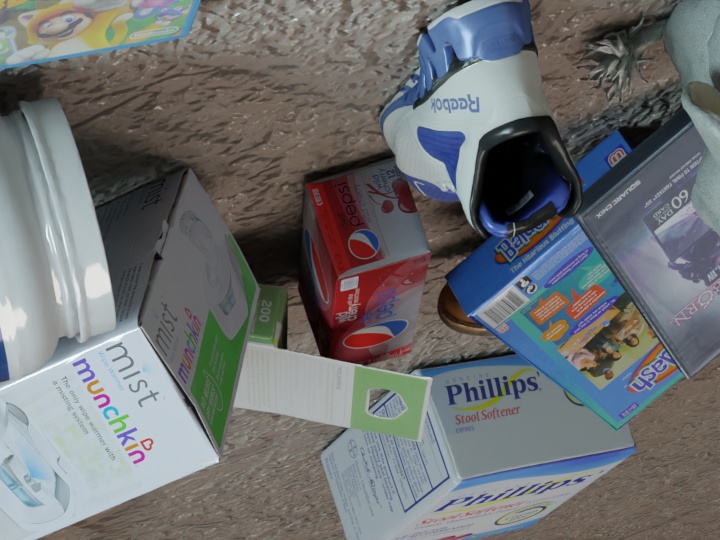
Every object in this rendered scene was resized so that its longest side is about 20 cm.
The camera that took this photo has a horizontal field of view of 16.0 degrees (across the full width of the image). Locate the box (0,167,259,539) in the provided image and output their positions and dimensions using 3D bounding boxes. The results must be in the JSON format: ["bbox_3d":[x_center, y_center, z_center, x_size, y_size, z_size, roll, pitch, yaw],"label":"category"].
[{"bbox_3d":[-0.160,0.050,1.424,0.176,0.097,0.200,-23,-158,14],"label":"box"}]

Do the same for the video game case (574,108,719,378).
[{"bbox_3d":[0.230,-0.028,1.669,0.143,0.019,0.200,-40,135,0],"label":"video game case"}]

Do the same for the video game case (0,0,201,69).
[{"bbox_3d":[-0.128,-0.147,1.159,0.142,0.018,0.200,-11,161,-20],"label":"video game case"}]

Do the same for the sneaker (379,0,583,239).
[{"bbox_3d":[0.068,-0.062,1.447,0.080,0.116,0.200,-14,162,-10],"label":"sneaker"}]

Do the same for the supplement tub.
[{"bbox_3d":[-0.232,-0.004,1.272,0.199,0.145,0.145,-15,162,-10],"label":"supplement tub"}]

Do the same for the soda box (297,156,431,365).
[{"bbox_3d":[0.000,0.000,1.634,0.063,0.070,0.200,-16,162,-9],"label":"soda box"}]

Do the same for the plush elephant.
[{"bbox_3d":[0.238,-0.092,1.462,0.199,0.156,0.165,-21,162,6],"label":"plush elephant"}]

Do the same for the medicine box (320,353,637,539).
[{"bbox_3d":[0.095,0.150,2.120,0.181,0.104,0.200,-8,160,-30],"label":"medicine box"}]

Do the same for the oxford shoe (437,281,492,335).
[{"bbox_3d":[0.142,-0.017,1.760,0.199,0.072,0.071,-22,143,-5],"label":"oxford shoe"}]

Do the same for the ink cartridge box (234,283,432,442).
[{"bbox_3d":[-0.052,0.055,1.653,0.198,0.048,0.146,8,160,1],"label":"ink cartridge box"}]

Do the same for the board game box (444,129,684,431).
[{"bbox_3d":[0.172,0.011,1.719,0.152,0.045,0.200,-40,136,12],"label":"board game box"}]
